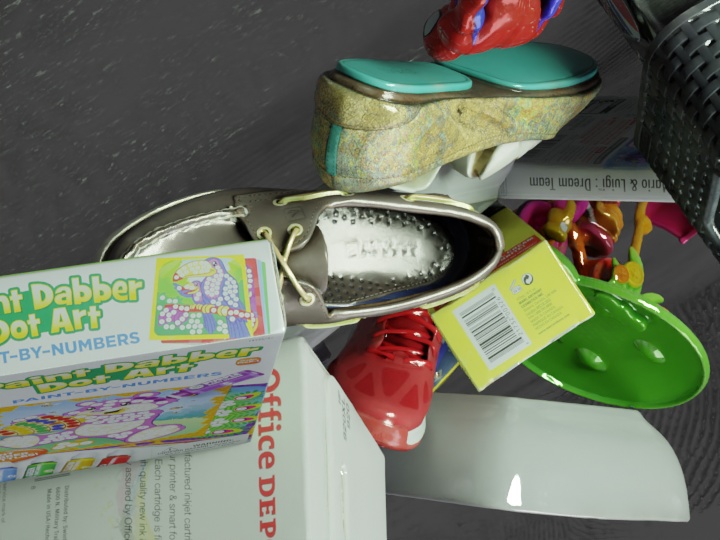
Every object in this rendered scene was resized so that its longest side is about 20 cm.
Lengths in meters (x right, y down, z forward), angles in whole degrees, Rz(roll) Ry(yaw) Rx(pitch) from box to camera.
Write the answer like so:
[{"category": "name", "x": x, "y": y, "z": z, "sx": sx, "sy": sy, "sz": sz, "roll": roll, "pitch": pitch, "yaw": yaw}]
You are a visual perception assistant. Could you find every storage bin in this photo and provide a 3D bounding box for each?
[{"category": "storage bin", "x": 0.243, "y": -0.097, "z": 0.860, "sx": 0.199, "sy": 0.094, "sz": 0.135, "roll": -29, "pitch": 158, "yaw": -6}]

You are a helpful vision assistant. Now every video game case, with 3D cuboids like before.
[{"category": "video game case", "x": 0.192, "y": -0.074, "z": 1.040, "sx": 0.181, "sy": 0.024, "sz": 0.200, "roll": 3, "pitch": -163, "yaw": 23}]

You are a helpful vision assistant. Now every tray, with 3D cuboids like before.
[{"category": "tray", "x": 0.000, "y": 0.000, "z": 0.974, "sx": 0.200, "sy": 0.022, "sz": 0.107, "roll": -39, "pitch": 167, "yaw": 29}]

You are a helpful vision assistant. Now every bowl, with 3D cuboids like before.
[{"category": "bowl", "x": 0.102, "y": 0.125, "z": 1.206, "sx": 0.199, "sy": 0.075, "sz": 0.199, "roll": 8, "pitch": 174, "yaw": -37}]

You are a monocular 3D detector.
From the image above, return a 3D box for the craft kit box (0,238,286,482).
[{"category": "craft kit box", "x": -0.139, "y": 0.049, "z": 0.760, "sx": 0.199, "sy": 0.049, "sz": 0.198, "roll": -8, "pitch": 161, "yaw": -10}]

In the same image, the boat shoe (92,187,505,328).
[{"category": "boat shoe", "x": -0.026, "y": -0.006, "z": 0.834, "sx": 0.199, "sy": 0.072, "sz": 0.059, "roll": -4, "pitch": 180, "yaw": -28}]

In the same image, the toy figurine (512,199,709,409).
[{"category": "toy figurine", "x": 0.169, "y": -0.038, "z": 1.184, "sx": 0.150, "sy": 0.200, "sz": 0.185, "roll": -14, "pitch": -135, "yaw": 50}]

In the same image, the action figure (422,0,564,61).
[{"category": "action figure", "x": 0.083, "y": -0.139, "z": 0.741, "sx": 0.065, "sy": 0.052, "sz": 0.200, "roll": -18, "pitch": 167, "yaw": -37}]

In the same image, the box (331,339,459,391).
[{"category": "box", "x": 0.022, "y": 0.073, "z": 1.296, "sx": 0.200, "sy": 0.070, "sz": 0.064, "roll": -47, "pitch": 178, "yaw": -3}]

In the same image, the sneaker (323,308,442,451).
[{"category": "sneaker", "x": 0.026, "y": 0.029, "z": 1.148, "sx": 0.200, "sy": 0.078, "sz": 0.116, "roll": -86, "pitch": -164, "yaw": -69}]

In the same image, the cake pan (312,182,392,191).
[{"category": "cake pan", "x": -0.006, "y": -0.017, "z": 1.041, "sx": 0.200, "sy": 0.037, "sz": 0.200, "roll": -32, "pitch": 169, "yaw": -7}]

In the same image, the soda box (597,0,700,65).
[{"category": "soda box", "x": 0.213, "y": -0.178, "z": 0.871, "sx": 0.199, "sy": 0.071, "sz": 0.063, "roll": -32, "pitch": 165, "yaw": -2}]

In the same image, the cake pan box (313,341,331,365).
[{"category": "cake pan box", "x": -0.134, "y": 0.115, "z": 1.218, "sx": 0.199, "sy": 0.052, "sz": 0.184, "roll": -28, "pitch": 166, "yaw": -28}]

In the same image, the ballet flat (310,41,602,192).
[{"category": "ballet flat", "x": 0.045, "y": -0.072, "z": 0.853, "sx": 0.200, "sy": 0.071, "sz": 0.071, "roll": -14, "pitch": 158, "yaw": -51}]

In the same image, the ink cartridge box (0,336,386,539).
[{"category": "ink cartridge box", "x": -0.096, "y": 0.146, "z": 0.929, "sx": 0.199, "sy": 0.148, "sz": 0.145, "roll": -11, "pitch": 148, "yaw": 14}]

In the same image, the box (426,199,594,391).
[{"category": "box", "x": 0.070, "y": 0.009, "z": 0.976, "sx": 0.075, "sy": 0.050, "sz": 0.200, "roll": -33, "pitch": -171, "yaw": 3}]
